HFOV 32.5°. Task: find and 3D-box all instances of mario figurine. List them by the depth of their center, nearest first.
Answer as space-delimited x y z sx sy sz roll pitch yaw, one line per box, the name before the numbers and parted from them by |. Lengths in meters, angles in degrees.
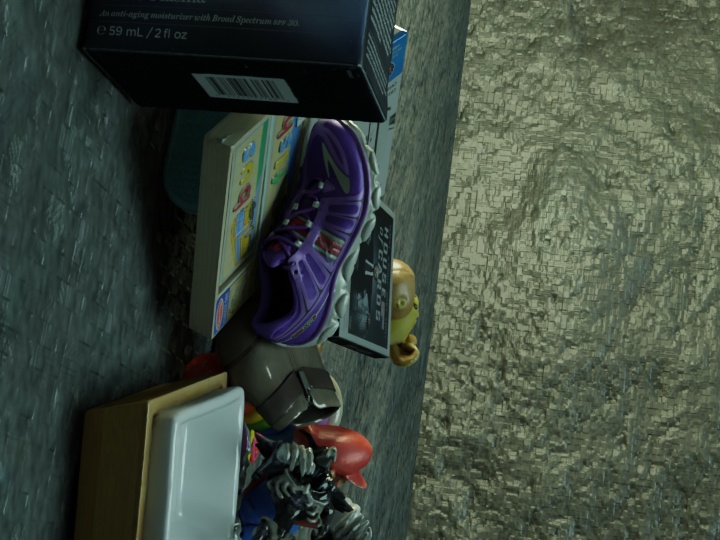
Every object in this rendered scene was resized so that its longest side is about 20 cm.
mario figurine | -0.064 0.233 1.169 0.199 0.124 0.106 -40 157 -7

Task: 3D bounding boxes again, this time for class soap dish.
soap dish | -0.154 0.165 0.956 0.200 0.080 0.160 -8 104 -80

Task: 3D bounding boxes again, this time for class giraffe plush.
giraffe plush | -0.007 0.035 1.348 0.200 0.160 0.175 123 -24 -70

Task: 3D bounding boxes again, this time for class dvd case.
dvd case | 0.000 0.000 1.186 0.200 0.024 0.153 31 60 -73

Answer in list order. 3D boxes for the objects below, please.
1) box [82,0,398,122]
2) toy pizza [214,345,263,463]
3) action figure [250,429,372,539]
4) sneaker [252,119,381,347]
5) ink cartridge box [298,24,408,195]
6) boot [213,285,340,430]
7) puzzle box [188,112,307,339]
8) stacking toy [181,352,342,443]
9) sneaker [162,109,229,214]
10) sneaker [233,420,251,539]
box | -0.073 -0.224 0.874 0.123 0.197 0.202 53 43 -75
toy pizza | -0.118 0.125 1.286 0.200 0.031 0.204 6 90 -80
action figure | -0.048 0.203 1.034 0.119 0.102 0.201 42 41 -17
sneaker | -0.042 -0.030 1.036 0.083 0.080 0.203 3 103 -46
ink cartridge box | -0.037 -0.134 1.187 0.146 0.084 0.202 -39 149 -37
boot | -0.063 0.069 1.134 0.147 0.070 0.199 57 33 10
puzzle box | -0.091 -0.056 1.014 0.133 0.025 0.202 -50 159 -45
stacking toy | -0.099 0.116 1.175 0.199 0.084 0.087 29 65 -56
sneaker | -0.109 -0.133 1.074 0.131 0.078 0.203 52 53 -73
sneaker | -0.142 0.222 1.102 0.088 0.079 0.203 152 -52 -80
